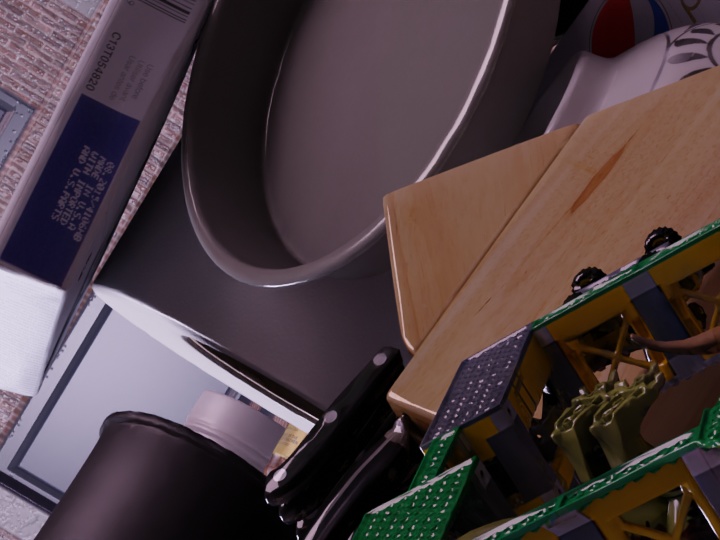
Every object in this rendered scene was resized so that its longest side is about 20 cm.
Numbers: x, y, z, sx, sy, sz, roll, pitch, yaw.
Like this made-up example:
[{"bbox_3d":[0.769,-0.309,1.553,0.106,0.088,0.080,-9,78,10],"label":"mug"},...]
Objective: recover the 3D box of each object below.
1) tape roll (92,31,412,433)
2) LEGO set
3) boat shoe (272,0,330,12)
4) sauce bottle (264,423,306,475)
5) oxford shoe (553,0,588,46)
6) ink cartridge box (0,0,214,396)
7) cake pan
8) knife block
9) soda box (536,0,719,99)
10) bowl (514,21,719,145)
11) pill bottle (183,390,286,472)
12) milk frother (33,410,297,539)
[{"bbox_3d":[0.000,0.000,0.967,0.139,0.202,0.203,-60,5,-8],"label":"tape roll"},{"bbox_3d":[0.083,0.067,0.454,0.154,0.116,0.200,-31,9,12],"label":"LEGO set"},{"bbox_3d":[0.040,-0.143,0.900,0.072,0.199,0.062,-20,-75,-73],"label":"boat shoe"},{"bbox_3d":[0.015,0.058,1.330,0.200,0.066,0.066,-58,4,-13],"label":"sauce bottle"},{"bbox_3d":[0.122,-0.177,0.996,0.200,0.070,0.075,-59,29,-9],"label":"oxford shoe"},{"bbox_3d":[-0.117,-0.047,0.955,0.200,0.041,0.200,127,166,-67],"label":"ink cartridge box"},{"bbox_3d":[0.004,-0.084,0.817,0.200,0.037,0.201,-30,50,43],"label":"cake pan"},{"bbox_3d":[0.069,0.042,0.603,0.200,0.064,0.176,-20,47,12],"label":"knife block"},{"bbox_3d":[0.144,-0.108,0.834,0.068,0.064,0.200,-6,-35,-37],"label":"soda box"},{"bbox_3d":[0.093,-0.015,0.757,0.201,0.094,0.201,-59,4,7],"label":"bowl"},{"bbox_3d":[-0.127,0.196,1.593,0.200,0.119,0.120,-60,5,-15],"label":"pill bottle"},{"bbox_3d":[-0.073,0.165,0.845,0.188,0.180,0.200,-57,-3,-25],"label":"milk frother"}]
